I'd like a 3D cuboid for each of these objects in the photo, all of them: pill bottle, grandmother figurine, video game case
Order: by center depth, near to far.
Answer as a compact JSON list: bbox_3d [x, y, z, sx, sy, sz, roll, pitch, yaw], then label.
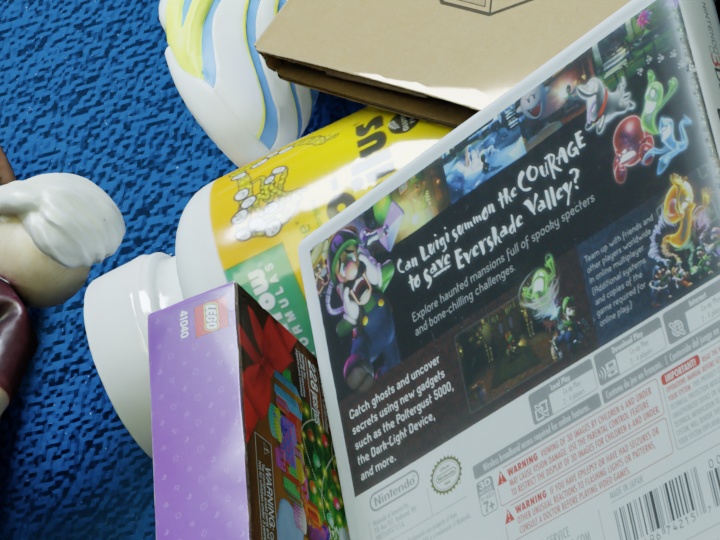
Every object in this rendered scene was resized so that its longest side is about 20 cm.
[{"bbox_3d":[0.059,0.031,0.870,0.200,0.023,0.182,-35,57,43],"label":"video game case"},{"bbox_3d":[0.000,0.000,1.033,0.200,0.113,0.113,-25,55,14],"label":"pill bottle"},{"bbox_3d":[-0.169,0.041,1.061,0.121,0.061,0.200,32,76,40],"label":"grandmother figurine"}]

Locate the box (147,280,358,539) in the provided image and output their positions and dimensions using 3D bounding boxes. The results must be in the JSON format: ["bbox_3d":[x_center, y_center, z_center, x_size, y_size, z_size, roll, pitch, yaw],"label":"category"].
[{"bbox_3d":[-0.019,0.121,0.915,0.039,0.137,0.200,-20,53,20],"label":"box"}]

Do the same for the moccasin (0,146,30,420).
[{"bbox_3d":[-0.189,0.021,1.142,0.074,0.078,0.202,-5,61,28],"label":"moccasin"}]

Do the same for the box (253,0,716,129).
[{"bbox_3d":[0.076,-0.135,1.002,0.163,0.021,0.200,18,64,40],"label":"box"}]

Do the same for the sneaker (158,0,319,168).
[{"bbox_3d":[-0.022,-0.129,1.110,0.105,0.076,0.200,-30,37,24],"label":"sneaker"}]

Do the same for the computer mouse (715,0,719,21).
[{"bbox_3d":[0.132,-0.067,1.007,0.058,0.034,0.200,-6,30,8],"label":"computer mouse"}]
